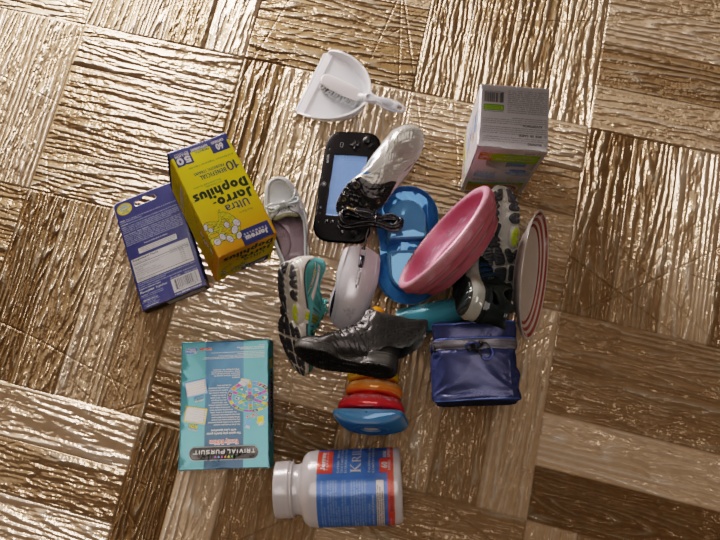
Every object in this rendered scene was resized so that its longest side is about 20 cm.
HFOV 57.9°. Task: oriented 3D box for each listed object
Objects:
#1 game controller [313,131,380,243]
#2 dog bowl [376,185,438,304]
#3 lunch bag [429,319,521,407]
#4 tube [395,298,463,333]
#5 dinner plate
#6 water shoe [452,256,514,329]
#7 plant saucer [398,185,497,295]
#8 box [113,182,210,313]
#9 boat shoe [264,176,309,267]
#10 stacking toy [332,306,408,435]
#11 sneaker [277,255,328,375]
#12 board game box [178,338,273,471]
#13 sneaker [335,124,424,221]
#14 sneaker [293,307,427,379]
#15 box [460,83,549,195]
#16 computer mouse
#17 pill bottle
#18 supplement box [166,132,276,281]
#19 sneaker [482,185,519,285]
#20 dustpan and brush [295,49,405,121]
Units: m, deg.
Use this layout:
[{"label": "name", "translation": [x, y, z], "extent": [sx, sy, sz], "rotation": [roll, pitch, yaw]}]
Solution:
[{"label": "game controller", "translation": [-0.023, -0.146, 1.143], "extent": [0.101, 0.042, 0.205], "rotation": [7, 77, 4]}, {"label": "dog bowl", "translation": [0.080, -0.039, 1.111], "extent": [0.108, 0.050, 0.206], "rotation": [-2, 77, 2]}, {"label": "lunch bag", "translation": [0.172, 0.135, 0.992], "extent": [0.132, 0.200, 0.136], "rotation": [-3, 75, 7]}, {"label": "tube", "translation": [0.154, 0.063, 1.047], "extent": [0.196, 0.077, 0.052], "rotation": [-17, 86, 24]}, {"label": "dinner plate", "translation": [0.267, 0.006, 1.025], "extent": [0.024, 0.200, 0.205], "rotation": [8, 77, 27]}, {"label": "water shoe", "translation": [0.181, 0.033, 0.956], "extent": [0.077, 0.201, 0.073], "rotation": [23, 112, 0]}, {"label": "plant saucer", "translation": [0.139, -0.037, 0.988], "extent": [0.051, 0.200, 0.202], "rotation": [39, 82, -7]}, {"label": "box", "translation": [-0.349, -0.042, 1.140], "extent": [0.119, 0.032, 0.204], "rotation": [-20, 78, -2]}, {"label": "boat shoe", "translation": [-0.122, -0.068, 1.114], "extent": [0.072, 0.065, 0.207], "rotation": [-8, 78, -9]}, {"label": "stacking toy", "translation": [0.021, 0.156, 1.054], "extent": [0.113, 0.110, 0.205], "rotation": [-2, 66, 10]}, {"label": "sneaker", "translation": [-0.084, 0.076, 1.053], "extent": [0.078, 0.077, 0.205], "rotation": [-12, 115, -35]}, {"label": "board game box", "translation": [-0.218, 0.220, 1.069], "extent": [0.147, 0.047, 0.206], "rotation": [-2, 78, 2]}, {"label": "sneaker", "translation": [0.034, -0.161, 1.102], "extent": [0.072, 0.072, 0.200], "rotation": [42, 87, -6]}, {"label": "sneaker", "translation": [0.002, 0.105, 1.011], "extent": [0.195, 0.061, 0.106], "rotation": [11, 54, 8]}, {"label": "box", "translation": [0.231, -0.207, 1.064], "extent": [0.109, 0.200, 0.104], "rotation": [5, 78, 2]}, {"label": "computer mouse", "translation": [0.000, 0.000, 1.052], "extent": [0.107, 0.044, 0.205], "rotation": [12, 88, -7]}, {"label": "pill bottle", "translation": [-0.033, 0.334, 1.002], "extent": [0.194, 0.112, 0.115], "rotation": [-3, 77, 1]}, {"label": "supplement box", "translation": [-0.235, -0.106, 1.097], "extent": [0.107, 0.110, 0.203], "rotation": [-24, 77, -21]}, {"label": "sneaker", "translation": [0.226, -0.037, 1.084], "extent": [0.075, 0.080, 0.206], "rotation": [4, 96, -7]}, {"label": "dustpan and brush", "translation": [-0.008, -0.315, 1.169], "extent": [0.196, 0.057, 0.142], "rotation": [25, 80, 8]}]
